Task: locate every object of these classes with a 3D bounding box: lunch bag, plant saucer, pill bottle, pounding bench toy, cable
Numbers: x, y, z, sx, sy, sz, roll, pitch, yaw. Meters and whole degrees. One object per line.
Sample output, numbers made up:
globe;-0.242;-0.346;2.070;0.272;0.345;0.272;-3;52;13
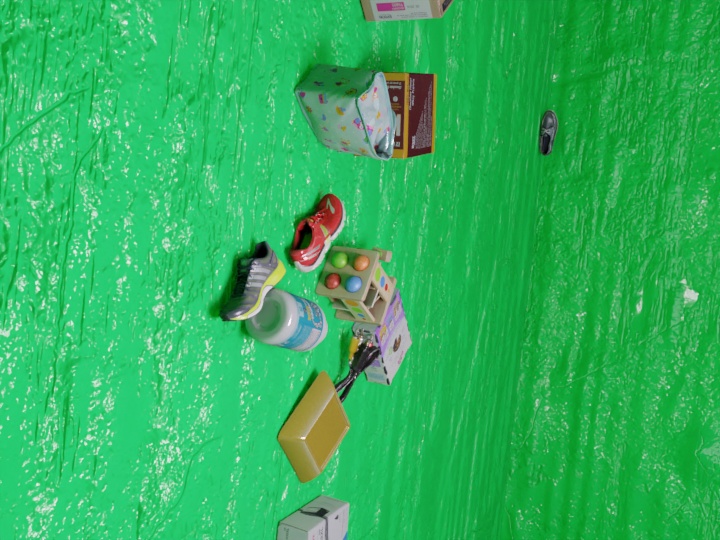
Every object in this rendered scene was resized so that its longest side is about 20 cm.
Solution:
lunch bag;-0.021;-0.325;1.658;0.122;0.169;0.201;-57;145;-28
plant saucer;-0.093;0.368;1.809;0.200;0.048;0.201;-54;144;-33
pill bottle;-0.141;0.105;1.595;0.200;0.110;0.112;27;73;-63
pounding bench toy;0.000;0.000;1.840;0.156;0.123;0.201;55;48;-53
cable;-0.019;0.241;1.926;0.097;0.050;0.201;25;94;-47

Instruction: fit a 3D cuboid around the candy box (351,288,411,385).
candy box;0.060;0.173;2.069;0.168;0.071;0.201;-58;144;-42

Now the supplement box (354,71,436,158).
supplement box;0.087;-0.381;1.907;0.200;0.132;0.199;-25;119;-60

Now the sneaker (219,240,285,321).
sneaker;-0.215;0.022;1.484;0.081;0.073;0.200;67;32;-31

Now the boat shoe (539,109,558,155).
boat shoe;0.818;-0.598;3.418;0.062;0.072;0.201;-44;140;-57

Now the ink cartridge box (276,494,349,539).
ink cartridge box;-0.110;0.632;1.827;0.200;0.083;0.146;-8;104;-63

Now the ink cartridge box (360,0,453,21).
ink cartridge box;0.120;-0.654;1.828;0.165;0.199;0.075;-59;145;-38

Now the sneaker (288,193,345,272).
sneaker;-0.094;-0.093;1.683;0.085;0.077;0.201;56;47;-47
